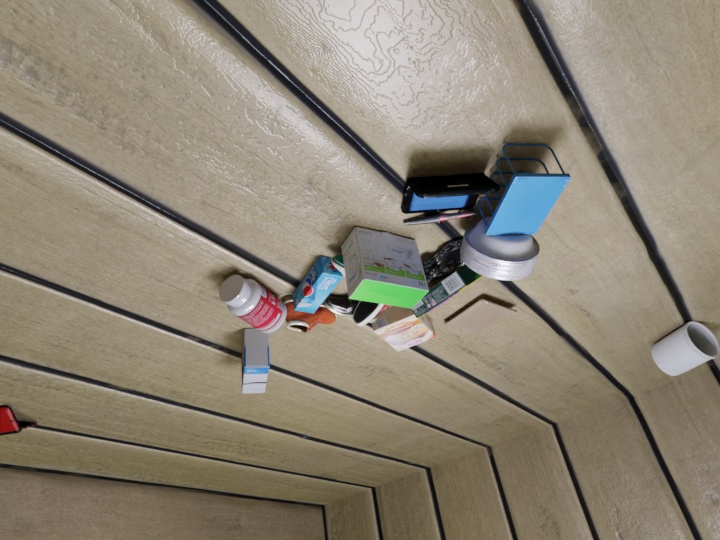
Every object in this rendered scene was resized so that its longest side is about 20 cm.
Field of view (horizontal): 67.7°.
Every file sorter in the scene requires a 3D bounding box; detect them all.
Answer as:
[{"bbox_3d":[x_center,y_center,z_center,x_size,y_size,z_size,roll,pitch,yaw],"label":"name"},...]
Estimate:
[{"bbox_3d":[0.386,-0.197,1.310,0.138,0.123,0.200,-2,145,-12],"label":"file sorter"}]

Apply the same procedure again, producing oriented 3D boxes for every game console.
[{"bbox_3d":[0.215,-0.171,1.315,0.199,0.176,0.117,-6,116,-8],"label":"game console"},{"bbox_3d":[-1.354,0.558,2.000,0.199,0.119,0.173,-9,114,-3],"label":"game console"}]

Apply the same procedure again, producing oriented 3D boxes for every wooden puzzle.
[{"bbox_3d":[0.424,0.161,1.901,0.185,0.037,0.200,18,140,-35],"label":"wooden puzzle"}]

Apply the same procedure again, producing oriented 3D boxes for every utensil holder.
[{"bbox_3d":[1.373,0.334,2.279,0.169,0.170,0.200,6,145,-22],"label":"utensil holder"}]

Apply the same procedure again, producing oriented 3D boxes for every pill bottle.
[{"bbox_3d":[-0.310,0.094,1.543,0.112,0.113,0.200,-23,143,17],"label":"pill bottle"}]

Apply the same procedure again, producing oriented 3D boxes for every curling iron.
[{"bbox_3d":[0.214,-0.135,1.429,0.199,0.026,0.050,-9,161,0],"label":"curling iron"}]

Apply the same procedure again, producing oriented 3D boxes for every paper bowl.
[{"bbox_3d":[0.371,-0.070,1.418,0.200,0.201,0.105,-2,126,-13],"label":"paper bowl"}]

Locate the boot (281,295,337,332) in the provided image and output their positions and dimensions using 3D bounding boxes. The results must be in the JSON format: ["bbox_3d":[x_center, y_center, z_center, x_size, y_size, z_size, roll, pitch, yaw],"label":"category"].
[{"bbox_3d":[-0.155,0.154,1.676,0.200,0.107,0.075,16,135,-35],"label":"boot"}]

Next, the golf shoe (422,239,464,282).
[{"bbox_3d":[0.256,-0.029,1.571,0.200,0.078,0.094,-27,164,20],"label":"golf shoe"}]

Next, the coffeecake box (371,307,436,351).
[{"bbox_3d":[0.147,0.187,1.827,0.153,0.073,0.200,-25,143,17],"label":"coffeecake box"}]

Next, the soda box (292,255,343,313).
[{"bbox_3d":[-0.128,0.044,1.564,0.068,0.064,0.200,11,139,-28],"label":"soda box"}]

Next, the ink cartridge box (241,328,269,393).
[{"bbox_3d":[-0.354,0.305,1.798,0.084,0.145,0.200,1,143,-14],"label":"ink cartridge box"}]

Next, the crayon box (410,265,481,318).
[{"bbox_3d":[0.263,0.052,1.611,0.200,0.058,0.172,-39,171,35],"label":"crayon box"}]

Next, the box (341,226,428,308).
[{"bbox_3d":[0.064,-0.008,1.442,0.199,0.177,0.097,10,140,-27],"label":"box"}]

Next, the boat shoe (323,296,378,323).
[{"bbox_3d":[-0.022,0.109,1.685,0.200,0.073,0.065,16,122,-34],"label":"boat shoe"}]

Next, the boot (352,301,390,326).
[{"bbox_3d":[0.078,0.109,1.660,0.200,0.072,0.144,-48,139,6],"label":"boot"}]

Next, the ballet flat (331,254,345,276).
[{"bbox_3d":[0.000,0.000,1.515,0.199,0.070,0.069,3,144,-33],"label":"ballet flat"}]
